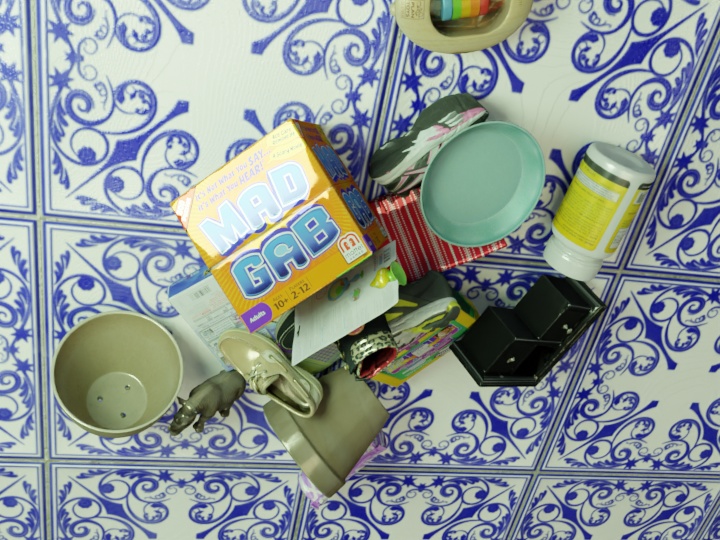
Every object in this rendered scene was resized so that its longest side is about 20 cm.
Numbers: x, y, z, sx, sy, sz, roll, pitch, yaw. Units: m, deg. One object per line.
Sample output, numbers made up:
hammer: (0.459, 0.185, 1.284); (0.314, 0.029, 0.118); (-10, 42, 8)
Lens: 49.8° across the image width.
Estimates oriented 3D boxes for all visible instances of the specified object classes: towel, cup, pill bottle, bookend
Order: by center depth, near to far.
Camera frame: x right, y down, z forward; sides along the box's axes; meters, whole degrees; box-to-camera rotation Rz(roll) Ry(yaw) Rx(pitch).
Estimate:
towel: (0.115, -0.071, 1.221); (0.197, 0.022, 0.147); (-20, 87, 4)
pill bottle: (0.378, -0.092, 1.251); (0.112, 0.115, 0.202); (12, 119, -17)
cup: (-0.394, 0.188, 1.258); (0.197, 0.203, 0.144); (8, 148, -15)
towel: (-0.062, 0.107, 1.307); (0.142, 0.023, 0.200); (17, 128, -40)
bookend: (0.287, 0.096, 1.319); (0.197, 0.092, 0.201); (10, 124, -49)

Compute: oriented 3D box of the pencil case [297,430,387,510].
pencil case: (-0.037, 0.365, 1.482); (0.083, 0.086, 0.200); (32, 111, -29)

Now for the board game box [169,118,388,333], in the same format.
board game box: (-0.102, -0.067, 1.084); (0.198, 0.200, 0.202); (-32, 92, 11)

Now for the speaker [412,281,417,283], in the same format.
speaker: (0.000, 0.000, 1.259); (0.197, 0.082, 0.082); (18, 118, -20)

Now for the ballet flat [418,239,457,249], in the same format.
ballet flat: (0.171, -0.061, 1.260); (0.197, 0.068, 0.069); (-22, 128, 4)

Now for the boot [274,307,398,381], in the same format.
boot: (-0.038, 0.101, 1.166); (0.202, 0.155, 0.073); (-34, 139, 19)

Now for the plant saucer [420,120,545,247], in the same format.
plant saucer: (0.177, -0.131, 1.152); (0.196, 0.036, 0.203); (-8, 122, -12)

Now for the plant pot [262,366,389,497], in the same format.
plant pot: (-0.048, 0.264, 1.369); (0.173, 0.200, 0.201); (-38, 122, -4)

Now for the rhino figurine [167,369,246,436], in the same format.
rhino figurine: (-0.260, 0.220, 1.295); (0.060, 0.199, 0.088); (39, 115, 12)

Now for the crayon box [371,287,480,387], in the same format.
crayon box: (0.098, 0.113, 1.316); (0.199, 0.059, 0.172); (-35, 155, 12)

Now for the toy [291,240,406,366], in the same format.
toy: (-0.013, 0.054, 1.093); (0.047, 0.116, 0.199); (34, 126, -31)

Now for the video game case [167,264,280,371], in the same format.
video game case: (-0.184, 0.053, 1.278); (0.198, 0.046, 0.182); (-27, 124, 7)

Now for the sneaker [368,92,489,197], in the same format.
sneaker: (0.110, -0.185, 1.176); (0.198, 0.081, 0.086); (-31, 135, 19)

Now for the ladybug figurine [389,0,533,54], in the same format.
ladybug figurine: (0.134, -0.369, 1.054); (0.196, 0.072, 0.138); (-6, 124, -8)

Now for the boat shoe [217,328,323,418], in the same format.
boat shoe: (-0.151, 0.167, 1.261); (0.199, 0.065, 0.073); (36, 113, -3)

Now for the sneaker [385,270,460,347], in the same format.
sneaker: (0.061, 0.066, 1.208); (0.197, 0.086, 0.074); (-22, 151, 21)
